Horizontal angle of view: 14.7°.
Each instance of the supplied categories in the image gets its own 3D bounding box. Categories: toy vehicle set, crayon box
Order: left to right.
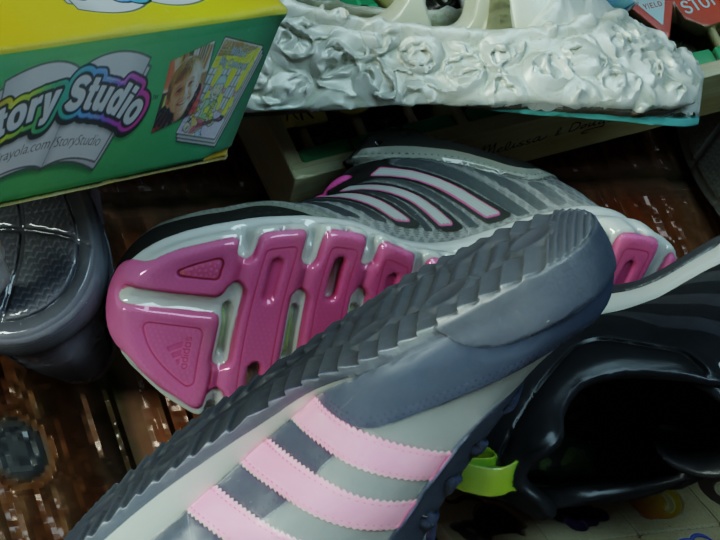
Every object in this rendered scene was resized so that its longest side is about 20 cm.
[{"bbox_3d":[-0.143,-0.086,0.768,0.172,0.059,0.200,37,25,20],"label":"crayon box"},{"bbox_3d":[0.039,-0.096,0.992,0.199,0.027,0.125,-15,62,-24],"label":"toy vehicle set"}]

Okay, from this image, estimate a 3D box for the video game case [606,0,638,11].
[{"bbox_3d":[0.030,-0.204,0.969,0.199,0.045,0.182,34,52,-23],"label":"video game case"}]

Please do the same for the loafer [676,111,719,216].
[{"bbox_3d":[0.149,-0.088,1.060,0.063,0.072,0.201,0,55,-42],"label":"loafer"}]

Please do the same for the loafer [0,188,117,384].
[{"bbox_3d":[-0.121,-0.052,0.889,0.071,0.063,0.201,-21,62,4],"label":"loafer"}]

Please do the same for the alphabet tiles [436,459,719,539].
[{"bbox_3d":[0.091,0.055,0.917,0.199,0.006,0.167,-3,35,-32],"label":"alphabet tiles"}]

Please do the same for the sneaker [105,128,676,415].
[{"bbox_3d":[0.000,0.000,0.887,0.199,0.074,0.087,-6,29,-32],"label":"sneaker"}]

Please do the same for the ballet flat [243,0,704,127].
[{"bbox_3d":[0.023,-0.079,0.908,0.198,0.072,0.072,0,58,-15],"label":"ballet flat"}]

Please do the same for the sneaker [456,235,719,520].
[{"bbox_3d":[0.105,0.042,0.868,0.199,0.072,0.083,-14,32,-28],"label":"sneaker"}]

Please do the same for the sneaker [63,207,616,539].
[{"bbox_3d":[0.006,0.058,0.793,0.082,0.199,0.070,52,28,-8],"label":"sneaker"}]

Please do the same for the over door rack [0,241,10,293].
[{"bbox_3d":[-0.213,-0.005,0.764,0.199,0.067,0.148,35,62,-4],"label":"over door rack"}]
